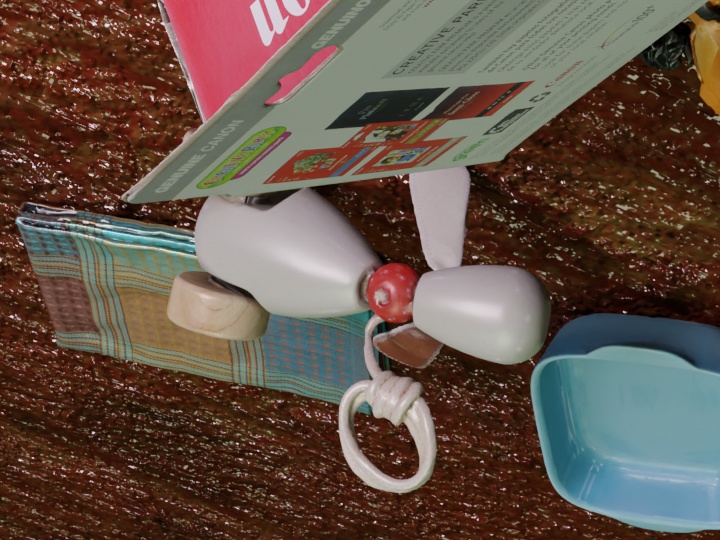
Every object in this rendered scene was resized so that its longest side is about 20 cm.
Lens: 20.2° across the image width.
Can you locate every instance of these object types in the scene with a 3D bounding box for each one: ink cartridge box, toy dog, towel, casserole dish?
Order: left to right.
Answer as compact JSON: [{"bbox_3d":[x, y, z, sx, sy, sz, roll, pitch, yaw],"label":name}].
[{"bbox_3d":[-0.082,0.023,1.105,0.199,0.022,0.147,10,148,9],"label":"towel"},{"bbox_3d":[0.000,0.000,0.952,0.200,0.096,0.132,37,113,18],"label":"toy dog"},{"bbox_3d":[0.023,-0.104,0.658,0.175,0.084,0.200,-10,164,-37],"label":"ink cartridge box"},{"bbox_3d":[0.156,0.079,1.073,0.120,0.039,0.200,6,149,15],"label":"casserole dish"}]

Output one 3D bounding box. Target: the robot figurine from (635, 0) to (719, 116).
[{"bbox_3d":[0.169,-0.095,0.764,0.144,0.058,0.200,-13,140,38],"label":"robot figurine"}]
